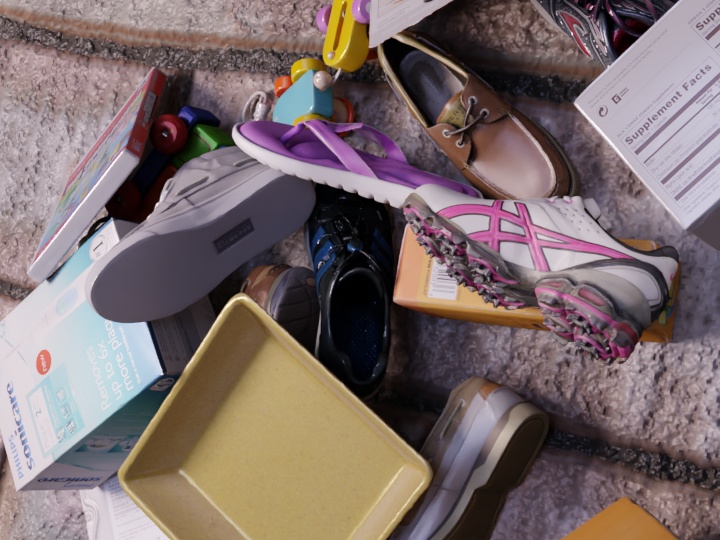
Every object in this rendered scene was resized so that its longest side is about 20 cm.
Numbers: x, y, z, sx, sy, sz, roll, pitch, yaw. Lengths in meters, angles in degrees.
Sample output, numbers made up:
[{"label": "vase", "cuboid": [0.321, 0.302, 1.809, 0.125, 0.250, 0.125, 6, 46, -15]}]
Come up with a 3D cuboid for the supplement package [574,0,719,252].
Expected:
[{"label": "supplement package", "cuboid": [0.255, -0.098, 0.810, 0.156, 0.200, 0.111, -44, 64, 16]}]

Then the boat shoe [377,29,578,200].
[{"label": "boat shoe", "cuboid": [0.081, -0.112, 0.991, 0.200, 0.068, 0.072, 45, 104, 28]}]

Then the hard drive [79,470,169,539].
[{"label": "hard drive", "cuboid": [-0.175, 0.200, 1.104, 0.140, 0.038, 0.200, -23, 70, 24]}]

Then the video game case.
[{"label": "video game case", "cuboid": [-0.224, -0.088, 1.112, 0.143, 0.017, 0.200, -47, 20, 20]}]

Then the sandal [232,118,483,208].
[{"label": "sandal", "cuboid": [0.002, -0.091, 0.992, 0.202, 0.082, 0.050, 19, 110, 6]}]

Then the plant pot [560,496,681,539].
[{"label": "plant pot", "cuboid": [0.155, 0.254, 0.827, 0.183, 0.200, 0.200, -47, 61, -3]}]

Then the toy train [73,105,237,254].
[{"label": "toy train", "cuboid": [-0.165, -0.032, 1.120, 0.116, 0.085, 0.200, 41, 103, 15]}]

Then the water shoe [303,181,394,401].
[{"label": "water shoe", "cuboid": [0.000, 0.000, 0.996, 0.071, 0.079, 0.200, 0, 71, -14]}]

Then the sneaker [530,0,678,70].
[{"label": "sneaker", "cuboid": [0.185, -0.194, 0.942, 0.081, 0.075, 0.200, -49, 61, 15]}]

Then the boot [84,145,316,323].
[{"label": "boot", "cuboid": [-0.137, -0.033, 1.006, 0.096, 0.200, 0.074, 32, 143, 49]}]

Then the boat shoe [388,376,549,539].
[{"label": "boat shoe", "cuboid": [0.060, 0.173, 0.957, 0.068, 0.075, 0.200, 35, 93, 36]}]

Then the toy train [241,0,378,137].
[{"label": "toy train", "cuboid": [-0.026, -0.191, 1.080, 0.200, 0.056, 0.150, -65, 32, 17]}]

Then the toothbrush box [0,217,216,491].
[{"label": "toothbrush box", "cuboid": [-0.214, 0.074, 1.065, 0.200, 0.085, 0.147, -37, 62, 31]}]

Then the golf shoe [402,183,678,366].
[{"label": "golf shoe", "cuboid": [0.121, -0.015, 0.884, 0.200, 0.073, 0.092, 30, 71, 28]}]

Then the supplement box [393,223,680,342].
[{"label": "supplement box", "cuboid": [0.128, 0.008, 0.945, 0.200, 0.067, 0.069, 8, 82, 30]}]

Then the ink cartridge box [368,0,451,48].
[{"label": "ink cartridge box", "cuboid": [0.083, -0.242, 0.968, 0.161, 0.050, 0.200, -28, 36, 23]}]

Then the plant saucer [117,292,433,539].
[{"label": "plant saucer", "cuboid": [-0.060, 0.148, 0.962, 0.200, 0.048, 0.200, 42, 113, 17]}]

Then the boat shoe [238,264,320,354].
[{"label": "boat shoe", "cuboid": [-0.086, 0.089, 1.057, 0.072, 0.076, 0.200, 18, 88, 42]}]
